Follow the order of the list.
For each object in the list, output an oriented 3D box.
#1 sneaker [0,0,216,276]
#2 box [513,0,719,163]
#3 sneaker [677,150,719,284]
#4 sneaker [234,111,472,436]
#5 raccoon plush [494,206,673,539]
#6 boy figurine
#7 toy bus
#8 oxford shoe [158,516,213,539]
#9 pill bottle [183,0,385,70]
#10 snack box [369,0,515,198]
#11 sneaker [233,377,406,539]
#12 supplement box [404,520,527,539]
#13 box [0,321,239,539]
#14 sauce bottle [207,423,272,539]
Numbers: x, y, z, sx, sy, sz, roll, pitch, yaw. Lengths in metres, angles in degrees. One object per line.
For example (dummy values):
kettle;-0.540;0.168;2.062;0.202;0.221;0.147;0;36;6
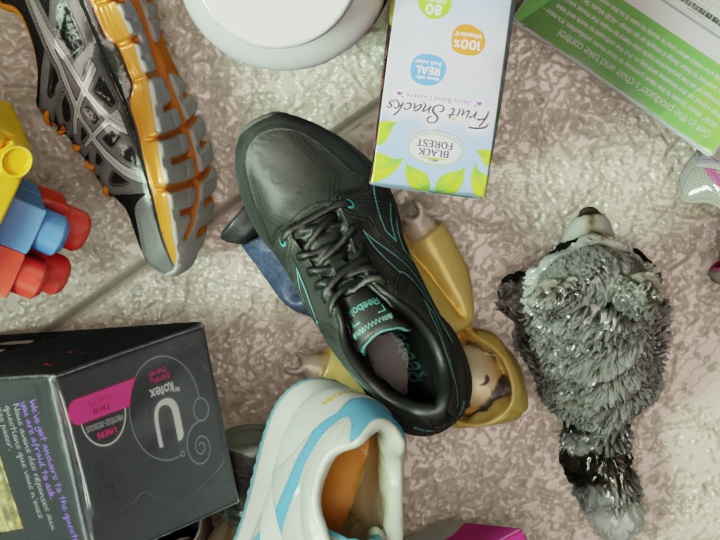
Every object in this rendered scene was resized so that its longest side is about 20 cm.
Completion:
sneaker;-0.140;-0.090;1.327;0.077;0.078;0.200;-17;94;16
box;0.197;-0.180;1.298;0.144;0.036;0.200;38;96;21
sneaker;0.247;0.000;1.331;0.088;0.081;0.200;-32;88;6
sneaker;0.000;0.000;1.269;0.075;0.079;0.200;-34;92;3
raccoon plush;0.144;0.062;1.307;0.097;0.134;0.200;-22;97;2
boy figurine;0.011;0.024;1.341;0.200;0.064;0.124;44;93;-2
toy bus;-0.247;-0.015;1.241;0.192;0.136;0.200;26;100;-22
oxford shoe;-0.114;0.171;1.355;0.071;0.073;0.200;-7;98;2
pill bottle;-0.038;-0.162;1.245;0.111;0.200;0.112;0;98;2
snack box;0.050;-0.148;1.263;0.068;0.169;0.200;9;99;2
sneaker;-0.025;0.162;1.255;0.076;0.081;0.200;5;98;-29
supplement box;0.066;0.253;1.336;0.103;0.101;0.200;-23;96;-24
box;-0.185;0.094;1.278;0.200;0.122;0.106;-5;100;38
sauce bottle;-0.056;0.185;1.328;0.065;0.065;0.200;0;109;1
